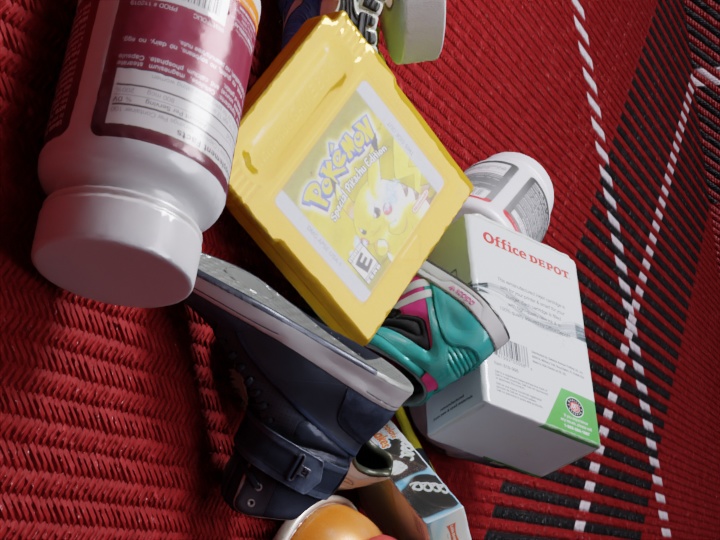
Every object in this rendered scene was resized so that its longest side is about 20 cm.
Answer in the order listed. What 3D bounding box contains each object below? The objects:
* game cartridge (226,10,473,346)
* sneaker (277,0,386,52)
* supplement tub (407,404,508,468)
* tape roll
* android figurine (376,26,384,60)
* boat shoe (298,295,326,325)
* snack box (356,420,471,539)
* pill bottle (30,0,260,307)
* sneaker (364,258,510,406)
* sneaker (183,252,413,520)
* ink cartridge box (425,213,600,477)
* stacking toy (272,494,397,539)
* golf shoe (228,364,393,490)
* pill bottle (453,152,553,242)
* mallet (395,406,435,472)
[{"bbox_3d":[-0.014,-0.072,1.136,0.200,0.032,0.177,50,61,-30],"label":"game cartridge"},{"bbox_3d":[-0.029,-0.191,1.192,0.078,0.089,0.202,21,89,-32],"label":"sneaker"},{"bbox_3d":[0.133,0.137,1.519,0.200,0.121,0.124,26,64,-65],"label":"supplement tub"},{"bbox_3d":[0.036,-0.279,1.274,0.203,0.037,0.205,172,-90,-85],"label":"tape roll"},{"bbox_3d":[-0.009,-0.132,1.299,0.182,0.041,0.202,40,53,-61],"label":"android figurine"},{"bbox_3d":[0.000,0.000,1.209,0.068,0.075,0.202,12,90,-32],"label":"boat shoe"},{"bbox_3d":[0.039,0.197,1.239,0.200,0.037,0.117,-134,-154,-58],"label":"snack box"},{"bbox_3d":[-0.129,-0.088,0.893,0.114,0.113,0.202,50,43,-57],"label":"pill bottle"},{"bbox_3d":[0.028,0.053,1.281,0.121,0.200,0.084,-39,122,-13],"label":"sneaker"},{"bbox_3d":[-0.081,0.089,1.048,0.202,0.147,0.077,34,9,-17],"label":"sneaker"},{"bbox_3d":[0.132,0.068,1.357,0.146,0.083,0.201,23,49,-32],"label":"ink cartridge box"},{"bbox_3d":[0.031,0.260,1.123,0.146,0.199,0.148,-21,115,-54],"label":"stacking toy"},{"bbox_3d":[-0.033,0.096,1.142,0.201,0.096,0.079,64,34,-42],"label":"golf shoe"},{"bbox_3d":[0.133,-0.049,1.547,0.200,0.113,0.115,-45,129,-61],"label":"pill bottle"},{"bbox_3d":[0.044,0.148,1.293,0.201,0.041,0.066,65,3,40],"label":"mallet"}]
